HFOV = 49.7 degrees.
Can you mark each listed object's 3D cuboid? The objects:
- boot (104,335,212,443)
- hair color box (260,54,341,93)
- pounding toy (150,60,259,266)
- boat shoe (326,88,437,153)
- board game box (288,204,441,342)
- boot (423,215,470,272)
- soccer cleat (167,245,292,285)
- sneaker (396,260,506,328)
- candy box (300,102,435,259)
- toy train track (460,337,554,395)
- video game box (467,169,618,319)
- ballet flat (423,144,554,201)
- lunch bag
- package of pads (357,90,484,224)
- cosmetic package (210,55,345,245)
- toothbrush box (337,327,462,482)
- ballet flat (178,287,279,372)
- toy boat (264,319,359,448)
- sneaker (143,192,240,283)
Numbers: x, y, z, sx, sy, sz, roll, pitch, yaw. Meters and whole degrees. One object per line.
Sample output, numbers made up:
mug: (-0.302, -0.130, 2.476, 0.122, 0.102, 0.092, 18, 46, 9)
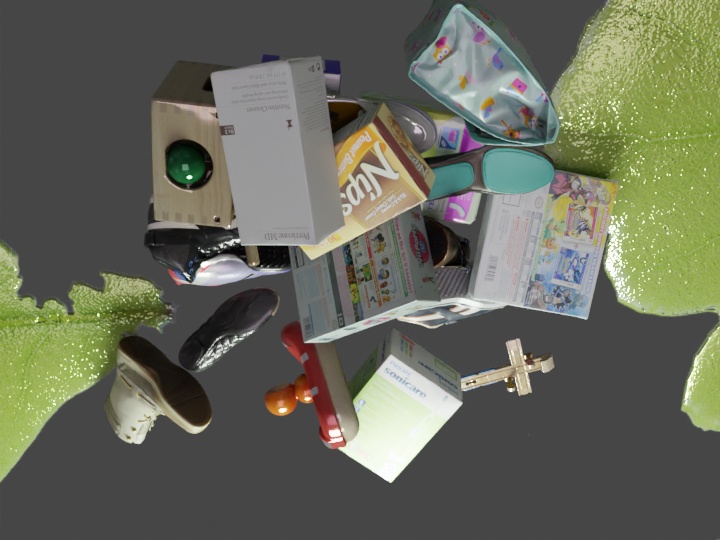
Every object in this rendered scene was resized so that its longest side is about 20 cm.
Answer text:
boot: (-0.326, 0.221, 1.233, 0.199, 0.072, 0.157, 38, 121, 19)
hair color box: (-0.086, -0.180, 1.056, 0.106, 0.065, 0.204, 3, 121, -5)
pounding toy: (-0.185, -0.140, 0.993, 0.138, 0.201, 0.188, 5, 120, -3)
boat shoe: (0.004, -0.184, 0.978, 0.195, 0.070, 0.072, 16, 113, -8)
board game box: (0.000, 0.000, 1.052, 0.197, 0.151, 0.064, -22, 162, 36)
boot: (0.124, -0.036, 1.086, 0.094, 0.200, 0.077, 1, 91, -12)
soccer cleat: (-0.188, -0.012, 1.156, 0.194, 0.070, 0.074, -2, 145, -6)
sneaker: (0.140, 0.037, 1.181, 0.195, 0.080, 0.080, -1, 148, -13)
candy box: (-0.019, -0.105, 0.966, 0.198, 0.056, 0.116, -26, 116, 34)
toy train track: (0.225, 0.181, 1.289, 0.195, 0.033, 0.117, -16, 119, 8)
video game box: (0.261, -0.046, 1.120, 0.177, 0.047, 0.205, 10, 99, -6)
ballet flat: (0.150, -0.135, 1.009, 0.194, 0.069, 0.070, -4, 118, -2)
lunch bag: (0.155, -0.242, 0.966, 0.198, 0.171, 0.123, 33, 113, -16)
package of pads: (0.079, -0.152, 1.075, 0.195, 0.069, 0.158, 8, 118, -6)
cosmetic package: (-0.092, -0.135, 0.895, 0.110, 0.081, 0.205, -1, 107, 27)
toothbrush box: (0.051, 0.221, 1.268, 0.144, 0.087, 0.201, 33, 115, -10)
ballet flat: (-0.206, 0.089, 1.221, 0.198, 0.057, 0.067, -35, 80, 13)
toy boat: (-0.085, 0.178, 1.184, 0.128, 0.204, 0.131, -18, 156, -3)
sneaker: (-0.205, -0.033, 1.092, 0.195, 0.073, 0.115, 11, 81, -16)
